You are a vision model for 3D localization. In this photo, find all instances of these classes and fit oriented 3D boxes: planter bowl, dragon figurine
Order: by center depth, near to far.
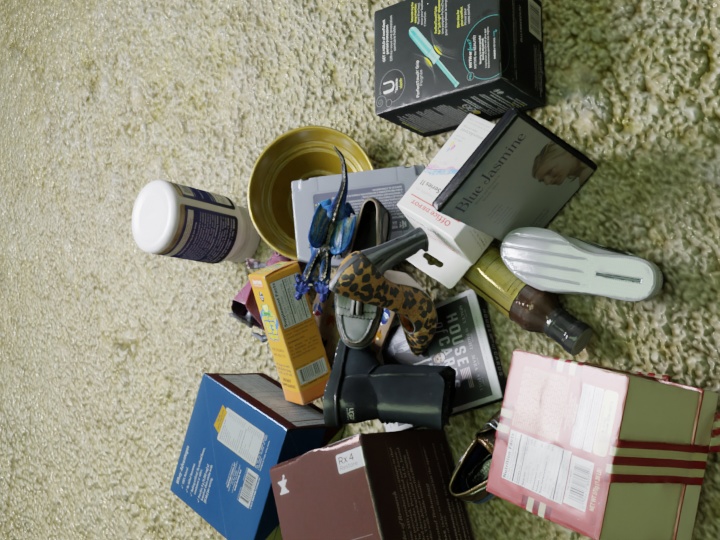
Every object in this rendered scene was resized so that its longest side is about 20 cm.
[{"bbox_3d":[-0.039,-0.056,1.061,0.058,0.100,0.204,17,102,-5],"label":"dragon figurine"},{"bbox_3d":[-0.067,-0.109,1.211,0.195,0.083,0.206,-1,84,6],"label":"planter bowl"}]

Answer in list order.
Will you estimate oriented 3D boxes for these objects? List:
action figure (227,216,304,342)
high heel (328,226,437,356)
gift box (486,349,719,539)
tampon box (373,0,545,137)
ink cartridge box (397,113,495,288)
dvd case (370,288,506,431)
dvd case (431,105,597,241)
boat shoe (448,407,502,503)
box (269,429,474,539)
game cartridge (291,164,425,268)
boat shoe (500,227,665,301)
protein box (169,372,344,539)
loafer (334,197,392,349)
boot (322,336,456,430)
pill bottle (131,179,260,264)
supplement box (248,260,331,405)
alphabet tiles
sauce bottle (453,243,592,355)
[{"bbox_3d":[-0.122,0.007,1.251,0.147,0.134,0.202,28,74,3],"label":"action figure"},{"bbox_3d":[0.027,0.052,1.025,0.071,0.141,0.203,40,147,46],"label":"high heel"},{"bbox_3d":[0.271,0.197,0.847,0.199,0.184,0.189,17,93,54],"label":"gift box"},{"bbox_3d":[0.130,-0.284,1.068,0.197,0.125,0.154,-7,79,39],"label":"tampon box"},{"bbox_3d":[0.130,-0.091,1.030,0.117,0.067,0.201,33,83,42],"label":"ink cartridge box"},{"bbox_3d":[0.100,0.129,1.102,0.198,0.024,0.153,-26,68,35],"label":"dvd case"},{"bbox_3d":[0.188,-0.102,0.948,0.143,0.198,0.018,-50,50,20],"label":"dvd case"},{"bbox_3d":[0.182,0.216,0.992,0.072,0.072,0.202,42,110,34],"label":"boat shoe"},{"bbox_3d":[0.017,0.309,1.033,0.164,0.198,0.168,-27,69,33],"label":"box"},{"bbox_3d":[0.003,-0.073,1.141,0.195,0.041,0.136,-6,80,5],"label":"game cartridge"},{"bbox_3d":[0.264,0.000,0.956,0.197,0.070,0.074,19,96,33],"label":"boat shoe"},{"bbox_3d":[-0.161,0.287,1.221,0.198,0.134,0.203,23,99,38],"label":"protein box"},{"bbox_3d":[0.000,0.000,1.070,0.070,0.063,0.205,5,74,12],"label":"loafer"},{"bbox_3d":[0.045,0.147,1.061,0.164,0.201,0.078,1,110,7],"label":"boot"},{"bbox_3d":[-0.266,-0.073,1.315,0.114,0.198,0.119,-7,78,38],"label":"pill bottle"},{"bbox_3d":[-0.101,0.091,1.183,0.066,0.068,0.204,-1,105,59],"label":"supplement box"},{"bbox_3d":[-0.020,0.078,1.194,0.167,0.007,0.203,37,113,42],"label":"alphabet tiles"},{"bbox_3d":[0.203,0.034,1.007,0.200,0.064,0.065,42,109,33],"label":"sauce bottle"}]
